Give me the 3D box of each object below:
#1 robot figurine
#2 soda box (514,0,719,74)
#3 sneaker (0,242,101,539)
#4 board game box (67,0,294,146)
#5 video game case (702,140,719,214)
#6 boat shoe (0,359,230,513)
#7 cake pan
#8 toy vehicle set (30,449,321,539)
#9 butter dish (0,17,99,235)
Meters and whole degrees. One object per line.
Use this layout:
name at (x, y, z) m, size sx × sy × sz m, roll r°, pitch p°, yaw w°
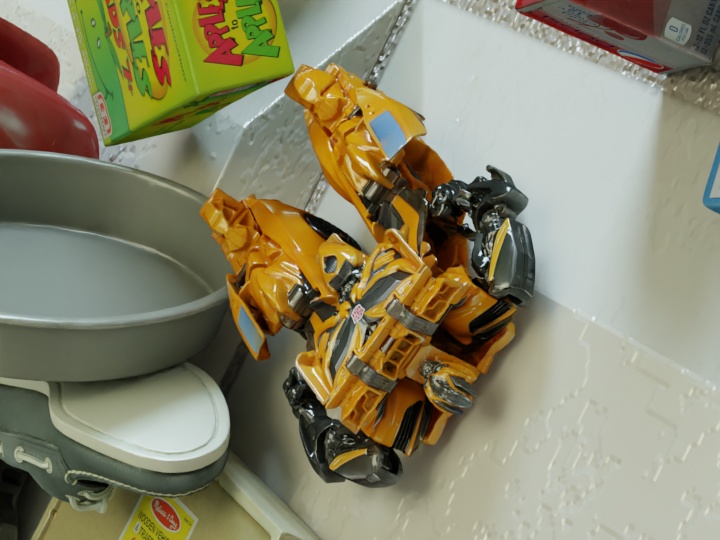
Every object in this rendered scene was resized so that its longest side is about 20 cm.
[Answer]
robot figurine at (0.000, 0.000, 1.240) m, size 0.145 × 0.058 × 0.200 m, roll -55°, pitch 31°, yaw 14°
soda box at (0.130, -0.180, 1.142) m, size 0.063 × 0.070 × 0.200 m, roll 177°, pitch 115°, yaw -77°
sneaker at (-0.181, 0.069, 1.463) m, size 0.200 × 0.075 × 0.079 m, roll -60°, pitch 28°, yaw 9°
board game box at (-0.089, -0.121, 1.381) m, size 0.200 × 0.048 × 0.102 m, roll 165°, pitch 91°, yaw -73°
video game case at (0.197, -0.113, 1.053) m, size 0.143 × 0.018 × 0.200 m, roll 1°, pitch 70°, yaw 58°
boat shoe at (-0.116, 0.073, 1.334) m, size 0.200 × 0.073 × 0.062 m, roll 20°, pitch 122°, yaw 53°
cake pan at (-0.146, -0.002, 1.351) m, size 0.200 × 0.200 × 0.037 m, roll -132°, pitch 46°, yaw -58°
toy vehicle set at (-0.090, 0.135, 1.319) m, size 0.124 × 0.026 × 0.200 m, roll -62°, pitch 30°, yaw 6°
butter dish at (-0.199, -0.034, 1.494) m, size 0.148 × 0.200 × 0.200 m, roll 19°, pitch 85°, yaw 34°
